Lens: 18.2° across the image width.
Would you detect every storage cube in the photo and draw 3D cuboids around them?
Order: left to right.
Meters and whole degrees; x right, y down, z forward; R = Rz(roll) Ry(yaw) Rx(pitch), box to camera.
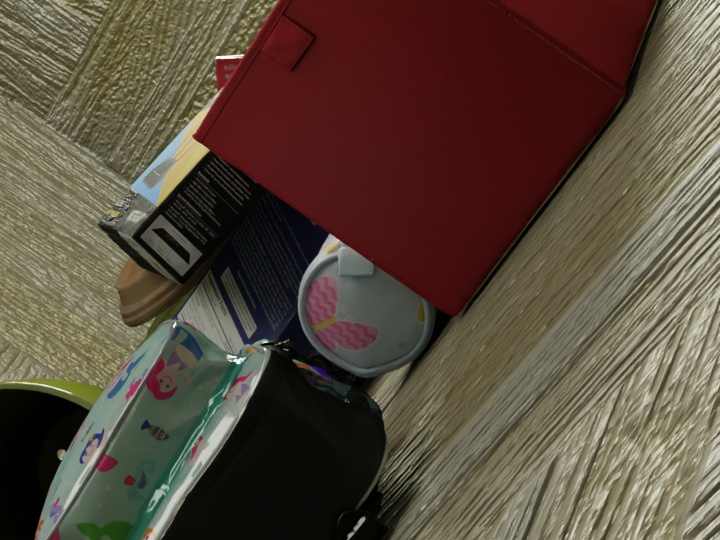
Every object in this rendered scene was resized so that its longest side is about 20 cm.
[{"bbox_3d":[0.042,-0.121,1.247,0.200,0.179,0.171,-53,5,32],"label":"storage cube"}]

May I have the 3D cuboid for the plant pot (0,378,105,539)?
[{"bbox_3d":[-0.180,0.145,1.385,0.188,0.186,0.200,-56,-3,11],"label":"plant pot"}]

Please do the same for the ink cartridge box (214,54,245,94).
[{"bbox_3d":[-0.053,-0.074,1.797,0.147,0.082,0.202,-23,-70,-75],"label":"ink cartridge box"}]

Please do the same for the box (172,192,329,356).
[{"bbox_3d":[-0.070,0.027,1.482,0.201,0.032,0.121,-55,35,20],"label":"box"}]

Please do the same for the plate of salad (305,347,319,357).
[{"bbox_3d":[0.000,0.000,1.529,0.199,0.048,0.201,-30,26,16],"label":"plate of salad"}]

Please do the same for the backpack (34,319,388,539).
[{"bbox_3d":[-0.073,0.114,1.106,0.178,0.150,0.200,-58,-1,0],"label":"backpack"}]

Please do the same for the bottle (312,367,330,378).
[{"bbox_3d":[-0.063,0.142,1.266,0.084,0.065,0.201,-57,3,46],"label":"bottle"}]

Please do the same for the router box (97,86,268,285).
[{"bbox_3d":[-0.100,-0.065,1.493,0.149,0.051,0.200,-48,12,-7],"label":"router box"}]

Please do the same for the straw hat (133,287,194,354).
[{"bbox_3d":[-0.067,0.068,1.658,0.200,0.085,0.202,-25,-32,-17],"label":"straw hat"}]

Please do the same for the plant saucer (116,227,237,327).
[{"bbox_3d":[-0.110,-0.041,1.636,0.200,0.029,0.200,-43,13,12],"label":"plant saucer"}]

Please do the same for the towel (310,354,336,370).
[{"bbox_3d":[-0.086,0.160,1.519,0.172,0.048,0.200,-54,5,27],"label":"towel"}]

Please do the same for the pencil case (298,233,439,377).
[{"bbox_3d":[0.023,-0.020,1.355,0.200,0.082,0.091,-65,-13,-58],"label":"pencil case"}]
